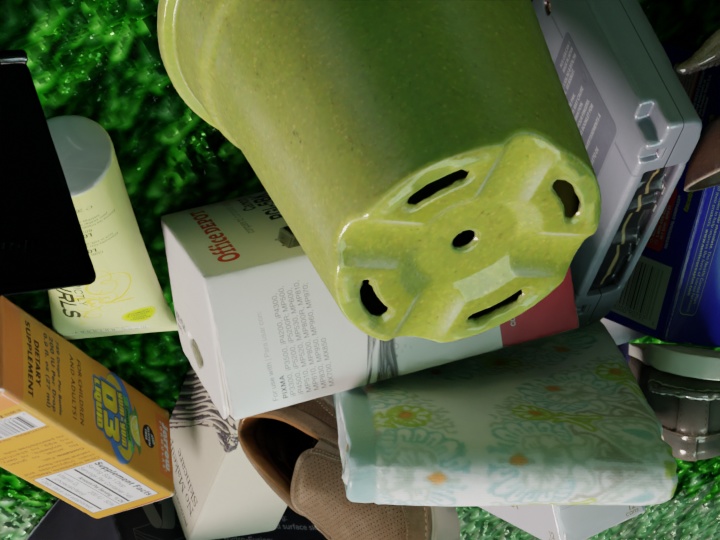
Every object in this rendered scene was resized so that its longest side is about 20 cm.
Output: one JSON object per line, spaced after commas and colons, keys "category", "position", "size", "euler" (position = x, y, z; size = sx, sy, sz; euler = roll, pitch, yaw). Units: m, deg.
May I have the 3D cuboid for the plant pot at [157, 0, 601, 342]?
{"category": "plant pot", "position": [0.022, -0.074, 0.865], "size": [0.199, 0.185, 0.201], "euler": [-15, 141, -12]}

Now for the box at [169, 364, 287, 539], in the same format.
{"category": "box", "position": [-0.070, 0.088, 1.165], "size": [0.068, 0.083, 0.201], "euler": [-5, 143, -26]}

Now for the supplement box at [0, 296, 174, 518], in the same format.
{"category": "supplement box", "position": [-0.187, 0.086, 1.094], "size": [0.068, 0.067, 0.200], "euler": [-17, 151, 16]}

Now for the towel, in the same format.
{"category": "towel", "position": [0.069, 0.071, 0.993], "size": [0.169, 0.200, 0.049], "euler": [-2, 110, -3]}

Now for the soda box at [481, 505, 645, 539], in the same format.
{"category": "soda box", "position": [0.104, 0.120, 1.212], "size": [0.068, 0.200, 0.064], "euler": [-20, 106, -21]}

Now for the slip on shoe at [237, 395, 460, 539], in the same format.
{"category": "slip on shoe", "position": [-0.010, 0.122, 1.013], "size": [0.060, 0.200, 0.077], "euler": [9, 109, -27]}

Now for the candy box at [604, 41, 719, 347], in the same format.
{"category": "candy box", "position": [0.249, -0.037, 1.107], "size": [0.199, 0.077, 0.171], "euler": [8, 101, -38]}

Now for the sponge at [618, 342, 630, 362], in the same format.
{"category": "sponge", "position": [0.078, 0.087, 1.177], "size": [0.198, 0.112, 0.030], "euler": [-11, 105, 12]}

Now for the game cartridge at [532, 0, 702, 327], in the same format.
{"category": "game cartridge", "position": [0.121, -0.074, 0.989], "size": [0.040, 0.134, 0.201], "euler": [-17, 154, -19]}

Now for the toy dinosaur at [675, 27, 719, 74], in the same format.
{"category": "toy dinosaur", "position": [0.240, -0.145, 0.947], "size": [0.085, 0.200, 0.136], "euler": [-19, 117, 45]}

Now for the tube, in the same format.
{"category": "tube", "position": [-0.147, -0.010, 1.006], "size": [0.052, 0.058, 0.201], "euler": [-50, 162, -23]}

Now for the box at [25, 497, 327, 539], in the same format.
{"category": "box", "position": [-0.105, 0.246, 1.262], "size": [0.195, 0.201, 0.118], "euler": [10, 136, -39]}

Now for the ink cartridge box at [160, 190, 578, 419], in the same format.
{"category": "ink cartridge box", "position": [0.000, 0.000, 1.004], "size": [0.198, 0.147, 0.084], "euler": [-14, 108, -13]}

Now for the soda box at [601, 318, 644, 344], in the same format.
{"category": "soda box", "position": [0.104, 0.024, 1.159], "size": [0.198, 0.064, 0.069], "euler": [-16, 103, -9]}

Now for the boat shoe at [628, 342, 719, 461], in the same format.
{"category": "boat shoe", "position": [0.191, 0.075, 1.070], "size": [0.071, 0.061, 0.202], "euler": [6, 179, 8]}

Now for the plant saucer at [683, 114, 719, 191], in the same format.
{"category": "plant saucer", "position": [0.258, -0.089, 0.942], "size": [0.198, 0.032, 0.200], "euler": [-18, 175, -2]}

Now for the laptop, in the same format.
{"category": "laptop", "position": [-0.233, -0.028, 0.788], "size": [0.186, 0.117, 0.200], "euler": [-7, 175, -22]}
